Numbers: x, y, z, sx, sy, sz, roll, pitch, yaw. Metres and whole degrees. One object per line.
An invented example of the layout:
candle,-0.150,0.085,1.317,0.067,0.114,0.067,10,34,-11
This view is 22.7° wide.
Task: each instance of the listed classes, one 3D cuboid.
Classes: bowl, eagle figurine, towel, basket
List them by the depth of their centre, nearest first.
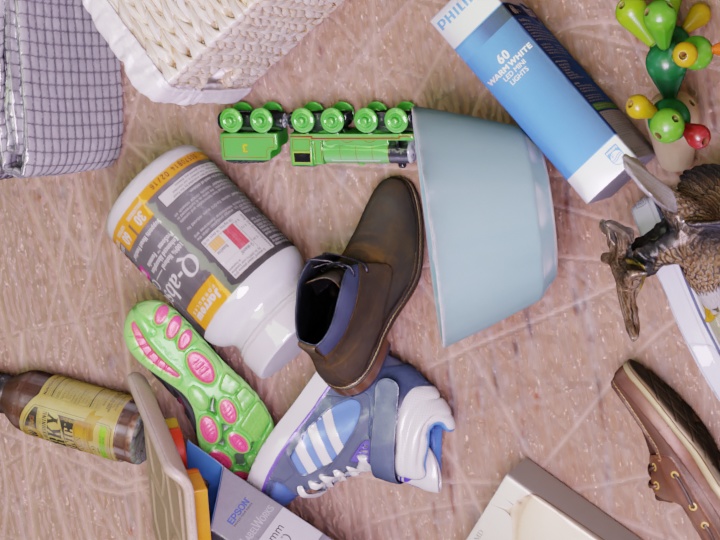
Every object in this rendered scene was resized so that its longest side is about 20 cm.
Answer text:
eagle figurine,0.290,-0.019,1.401,0.198,0.151,0.153,-11,71,3
bowl,0.105,-0.042,1.490,0.104,0.201,0.203,-7,94,1
basket,-0.139,-0.265,1.538,0.160,0.198,0.201,-36,83,18
towel,-0.295,-0.186,1.623,0.085,0.165,0.203,-2,95,26

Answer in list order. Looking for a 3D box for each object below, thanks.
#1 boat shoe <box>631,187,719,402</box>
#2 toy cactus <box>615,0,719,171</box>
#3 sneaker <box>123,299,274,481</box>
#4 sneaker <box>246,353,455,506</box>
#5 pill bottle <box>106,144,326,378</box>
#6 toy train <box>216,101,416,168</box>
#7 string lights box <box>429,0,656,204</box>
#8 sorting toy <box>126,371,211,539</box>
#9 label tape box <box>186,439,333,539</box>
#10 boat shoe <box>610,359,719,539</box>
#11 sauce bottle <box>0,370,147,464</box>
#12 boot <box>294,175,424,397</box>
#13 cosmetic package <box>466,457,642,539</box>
boat shoe,0.289,0.024,1.478,0.062,0.072,0.202,-26,86,15
toy cactus,0.257,-0.155,1.443,0.101,0.201,0.166,-10,134,5
sneaker,-0.141,0.105,1.650,0.076,0.084,0.201,-32,101,3
sneaker,-0.002,0.173,1.596,0.146,0.080,0.201,37,102,17
pill bottle,-0.124,-0.007,1.604,0.200,0.116,0.117,45,109,11
toy train,-0.036,-0.121,1.600,0.198,0.042,0.057,2,107,20
string lights box,0.154,-0.152,1.490,0.059,0.103,0.200,-43,80,18
sorting toy,-0.161,0.213,1.598,0.036,0.185,0.202,-13,119,-13
label tape box,-0.095,0.259,1.606,0.199,0.063,0.145,32,148,12
boat shoe,0.269,0.167,1.500,0.067,0.072,0.201,-38,85,18
sauce bottle,-0.289,0.132,1.710,0.198,0.065,0.066,13,100,20
boot,0.000,0.000,1.538,0.074,0.097,0.202,7,73,25
cosmetic package,0.190,0.264,1.541,0.199,0.073,0.104,33,106,13
